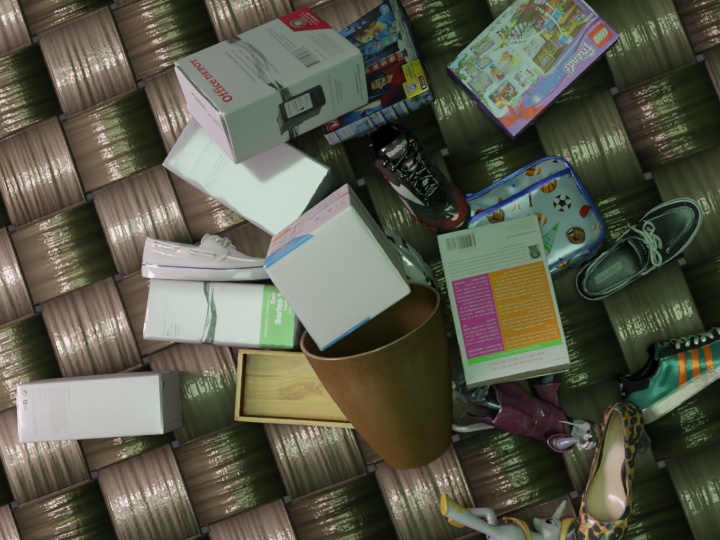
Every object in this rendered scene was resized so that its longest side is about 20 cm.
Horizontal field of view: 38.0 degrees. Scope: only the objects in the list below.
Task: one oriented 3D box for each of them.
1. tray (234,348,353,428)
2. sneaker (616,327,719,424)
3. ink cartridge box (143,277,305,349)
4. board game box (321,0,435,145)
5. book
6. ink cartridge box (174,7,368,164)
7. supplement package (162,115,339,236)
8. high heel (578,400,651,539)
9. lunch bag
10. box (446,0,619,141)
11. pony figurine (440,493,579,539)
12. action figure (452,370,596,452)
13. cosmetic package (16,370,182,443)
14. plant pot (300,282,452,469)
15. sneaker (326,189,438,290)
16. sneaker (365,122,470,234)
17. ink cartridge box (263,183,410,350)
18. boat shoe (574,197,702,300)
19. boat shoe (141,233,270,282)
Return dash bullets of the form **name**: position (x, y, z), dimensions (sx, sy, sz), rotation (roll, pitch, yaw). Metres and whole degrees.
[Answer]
- **tray**: position (-0.070, 0.162, 1.443), dimensions (0.199, 0.037, 0.099), rotation (3, 87, 6)
- **sneaker**: position (0.431, 0.115, 1.384), dimensions (0.200, 0.071, 0.080), rotation (-38, 89, 3)
- **ink cartridge box**: position (-0.174, 0.059, 1.403), dimensions (0.199, 0.146, 0.085), rotation (4, 86, 5)
- **board game box**: position (-0.010, -0.252, 1.414), dimensions (0.199, 0.062, 0.201), rotation (-23, 51, 12)
- **book**: position (0.179, 0.038, 1.327), dimensions (0.133, 0.048, 0.201), rotation (-11, 71, 6)
- **ink cartridge box**: position (-0.113, -0.237, 1.324), dimensions (0.199, 0.084, 0.145), rotation (-27, 48, -17)
- **supplement package**: position (-0.145, -0.132, 1.426), dimensions (0.200, 0.117, 0.117), rotation (32, 89, 6)
- **high heel**: position (0.310, 0.267, 1.334), dimensions (0.071, 0.143, 0.201), rotation (16, 70, 33)
- **lunch bag**: position (0.215, -0.056, 1.408), dimensions (0.199, 0.076, 0.161), rotation (-26, 75, 1)
- **box**: position (0.236, -0.297, 1.441), dimensions (0.200, 0.039, 0.137), rotation (-43, 84, 1)
- **pony figurine**: position (0.198, 0.386, 1.352), dimensions (0.199, 0.167, 0.194), rotation (7, 60, -11)
- **action figure**: position (0.224, 0.200, 1.383), dimensions (0.199, 0.134, 0.149), rotation (24, 130, -20)
- **cosmetic package**: position (-0.353, 0.184, 1.431), dimensions (0.199, 0.108, 0.085), rotation (-4, 86, 6)
- **plant pot**: position (0.045, 0.147, 1.344), dimensions (0.186, 0.187, 0.201), rotation (-21, 110, 3)
- **sneaker**: position (0.000, 0.000, 1.429), dimensions (0.199, 0.080, 0.130), rotation (39, 106, -12)
- **sneaker**: position (0.070, -0.128, 1.388), dimensions (0.071, 0.098, 0.201), rotation (-39, 62, 0)
- **ink cartridge box**: position (-0.030, -0.012, 1.285), dimensions (0.128, 0.200, 0.125), rotation (-34, 102, 5)
- **boat shoe**: position (0.375, -0.031, 1.399), dimensions (0.199, 0.068, 0.074), rotation (-31, 85, 3)
- **boat shoe**: position (-0.206, -0.019, 1.452), dimensions (0.199, 0.072, 0.066), rotation (2, 91, 13)
